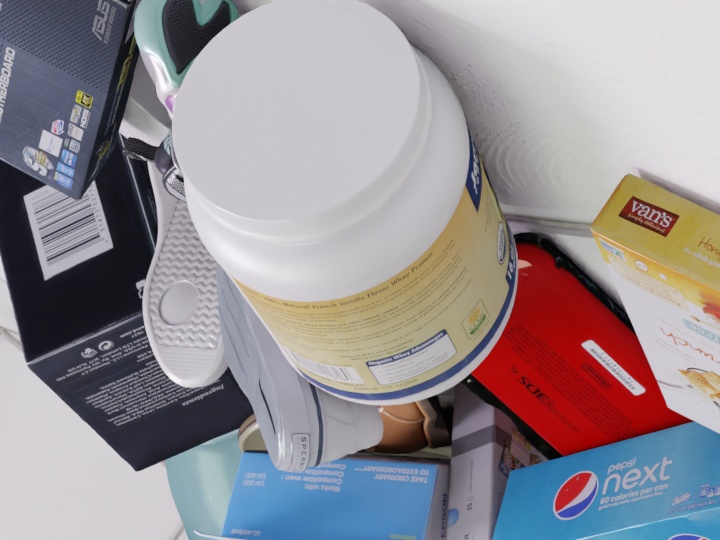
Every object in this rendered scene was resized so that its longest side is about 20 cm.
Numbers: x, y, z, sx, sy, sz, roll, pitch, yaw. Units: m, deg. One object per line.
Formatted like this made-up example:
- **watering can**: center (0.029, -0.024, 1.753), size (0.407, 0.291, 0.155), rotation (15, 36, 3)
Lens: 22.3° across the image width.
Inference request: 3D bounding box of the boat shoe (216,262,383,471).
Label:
- **boat shoe**: center (-0.038, 0.044, 1.067), size (0.201, 0.066, 0.074), rotation (-111, 24, -46)

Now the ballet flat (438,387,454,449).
- **ballet flat**: center (0.067, 0.091, 1.283), size (0.198, 0.073, 0.072), rotation (4, 161, 4)

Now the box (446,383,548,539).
- **box**: center (0.119, 0.183, 1.177), size (0.041, 0.202, 0.156), rotation (-27, 132, 33)

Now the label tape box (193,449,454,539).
- **label tape box**: center (-0.002, 0.152, 1.207), size (0.142, 0.067, 0.200), rotation (2, 173, 23)

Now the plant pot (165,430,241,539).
- **plant pot**: center (-0.108, 0.179, 1.806), size (0.199, 0.200, 0.189), rotation (23, 146, 42)

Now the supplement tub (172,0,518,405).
- **supplement tub**: center (-0.005, -0.032, 0.921), size (0.144, 0.145, 0.200), rotation (28, 165, 27)

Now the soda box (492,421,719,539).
- **soda box**: center (0.172, 0.140, 1.057), size (0.199, 0.068, 0.064), rotation (-21, 127, 42)

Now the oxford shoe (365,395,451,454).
- **oxford shoe**: center (0.010, 0.072, 1.151), size (0.200, 0.071, 0.072), rotation (70, -176, -59)

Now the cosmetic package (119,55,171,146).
- **cosmetic package**: center (-0.183, -0.156, 1.138), size (0.200, 0.051, 0.082), rotation (40, 162, -15)

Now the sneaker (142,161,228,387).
- **sneaker**: center (-0.089, 0.004, 1.227), size (0.073, 0.202, 0.118), rotation (-17, 145, 18)

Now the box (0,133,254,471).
- **box**: center (-0.177, 0.011, 1.356), size (0.200, 0.116, 0.198), rotation (57, -169, -56)

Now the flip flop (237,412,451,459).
- **flip flop**: center (-0.001, 0.141, 1.350), size (0.198, 0.058, 0.081), rotation (8, 156, 16)

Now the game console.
- **game console**: center (0.119, 0.037, 1.119), size (0.200, 0.119, 0.172), rotation (41, 134, -21)

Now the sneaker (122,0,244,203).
- **sneaker**: center (-0.096, -0.084, 1.055), size (0.139, 0.078, 0.200), rotation (1, 145, 41)

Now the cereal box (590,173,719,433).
- **cereal box**: center (0.199, 0.042, 0.894), size (0.143, 0.040, 0.200), rotation (27, 164, 32)

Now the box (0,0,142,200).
- **box**: center (-0.206, -0.145, 1.061), size (0.157, 0.051, 0.200), rotation (30, 144, 0)
